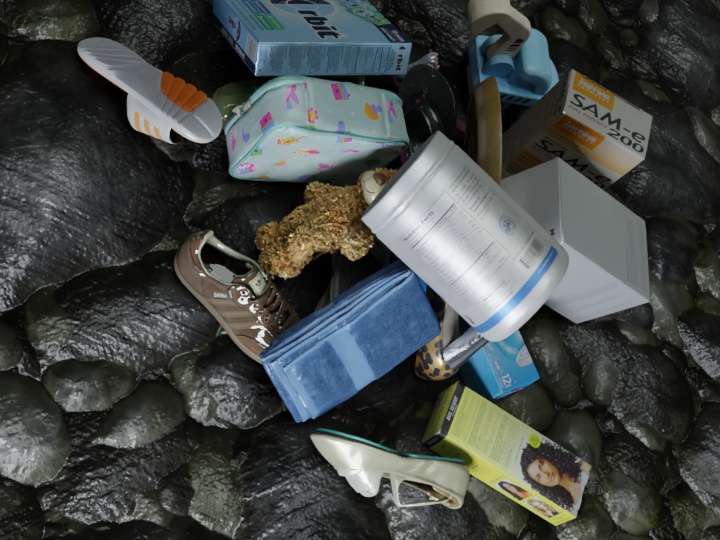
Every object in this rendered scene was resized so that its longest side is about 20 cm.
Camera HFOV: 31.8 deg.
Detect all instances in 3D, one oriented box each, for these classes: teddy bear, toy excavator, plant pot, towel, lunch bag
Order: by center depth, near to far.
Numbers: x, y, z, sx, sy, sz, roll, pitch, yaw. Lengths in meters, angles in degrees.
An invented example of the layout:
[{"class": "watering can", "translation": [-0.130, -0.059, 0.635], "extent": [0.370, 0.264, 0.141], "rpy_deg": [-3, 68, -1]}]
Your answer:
[{"class": "towel", "translation": [-0.007, 0.081, 1.389], "extent": [0.199, 0.049, 0.113], "rpy_deg": [-33, 123, -8]}, {"class": "teddy bear", "translation": [-0.032, -0.059, 1.436], "extent": [0.146, 0.197, 0.067], "rpy_deg": [-76, 146, -56]}, {"class": "lunch bag", "translation": [-0.057, -0.158, 1.474], "extent": [0.197, 0.160, 0.078], "rpy_deg": [4, 71, -32]}, {"class": "plant pot", "translation": [0.140, -0.125, 1.475], "extent": [0.027, 0.201, 0.203], "rpy_deg": [2, 65, -2]}, {"class": "toy excavator", "translation": [0.193, -0.281, 1.629], "extent": [0.192, 0.200, 0.101], "rpy_deg": [8, 63, -24]}]

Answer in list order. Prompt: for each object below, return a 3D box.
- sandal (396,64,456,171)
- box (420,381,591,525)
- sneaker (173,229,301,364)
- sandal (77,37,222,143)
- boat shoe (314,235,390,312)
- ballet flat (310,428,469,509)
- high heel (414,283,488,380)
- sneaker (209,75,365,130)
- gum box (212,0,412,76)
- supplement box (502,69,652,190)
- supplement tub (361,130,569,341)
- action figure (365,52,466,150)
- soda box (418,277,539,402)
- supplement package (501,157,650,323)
[{"class": "sandal", "translation": [0.073, -0.147, 1.510], "extent": [0.074, 0.048, 0.204], "rpy_deg": [4, 87, 15]}, {"class": "box", "translation": [0.172, 0.216, 1.483], "extent": [0.198, 0.050, 0.076], "rpy_deg": [31, 57, -11]}, {"class": "sneaker", "translation": [-0.122, 0.035, 1.400], "extent": [0.199, 0.076, 0.071], "rpy_deg": [39, 56, -5]}, {"class": "sandal", "translation": [-0.245, -0.197, 1.460], "extent": [0.206, 0.060, 0.079], "rpy_deg": [36, 37, 17]}, {"class": "boat shoe", "translation": [-0.002, 0.000, 1.483], "extent": [0.074, 0.065, 0.204], "rpy_deg": [30, 57, -12]}, {"class": "ballet flat", "translation": [0.033, 0.226, 1.403], "extent": [0.197, 0.069, 0.071], "rpy_deg": [15, 61, -20]}, {"class": "high heel", "translation": [0.074, 0.022, 1.479], "extent": [0.071, 0.142, 0.202], "rpy_deg": [-6, 61, -51]}, {"class": "sneaker", "translation": [-0.082, -0.217, 1.526], "extent": [0.197, 0.090, 0.068], "rpy_deg": [-6, 71, -29]}, {"class": "gum box", "translation": [-0.061, -0.290, 1.538], "extent": [0.197, 0.045, 0.170], "rpy_deg": [-4, 33, -24]}, {"class": "supplement box", "translation": [0.259, -0.150, 1.603], "extent": [0.125, 0.200, 0.074], "rpy_deg": [26, 58, -13]}, {"class": "supplement tub", "translation": [0.113, -0.035, 1.349], "extent": [0.200, 0.132, 0.132], "rpy_deg": [43, 56, -4]}, {"class": "action figure", "translation": [0.060, -0.205, 1.611], "extent": [0.149, 0.134, 0.200], "rpy_deg": [-43, 74, 8]}, {"class": "soda box", "translation": [0.137, 0.058, 1.526], "extent": [0.063, 0.068, 0.202], "rpy_deg": [-16, 76, -31]}, {"class": "supplement package", "translation": [0.256, -0.033, 1.560], "extent": [0.199, 0.116, 0.119], "rpy_deg": [28, 55, -41]}]
